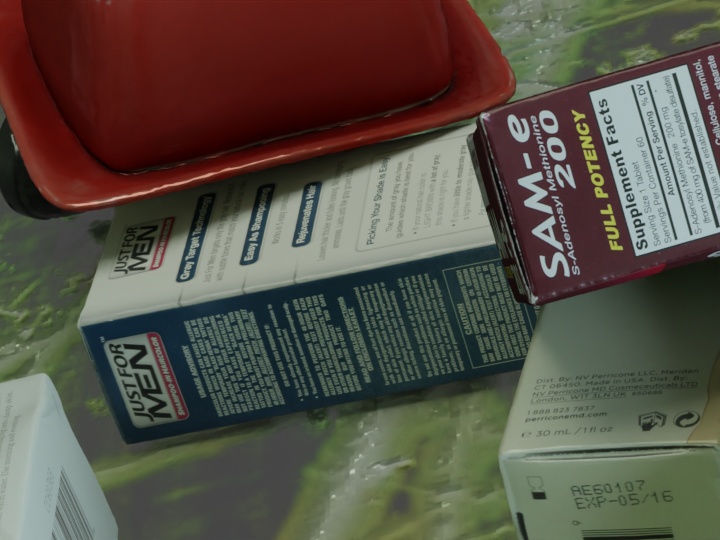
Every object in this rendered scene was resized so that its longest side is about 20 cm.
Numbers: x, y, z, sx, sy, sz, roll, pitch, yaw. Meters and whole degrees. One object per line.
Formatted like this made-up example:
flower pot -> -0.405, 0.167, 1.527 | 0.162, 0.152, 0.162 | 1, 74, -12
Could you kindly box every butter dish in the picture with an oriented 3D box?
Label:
butter dish -> -0.057, -0.137, 1.083 | 0.200, 0.148, 0.200 | -14, 36, -12

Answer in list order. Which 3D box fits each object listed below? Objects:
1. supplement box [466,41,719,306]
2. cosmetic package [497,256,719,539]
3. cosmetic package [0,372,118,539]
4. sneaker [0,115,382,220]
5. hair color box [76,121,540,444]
supplement box -> 0.135, -0.044, 0.800 | 0.200, 0.061, 0.109 | -16, -1, 1
cosmetic package -> 0.106, 0.036, 0.885 | 0.073, 0.104, 0.200 | -4, 35, 20
cosmetic package -> -0.195, 0.117, 0.937 | 0.200, 0.081, 0.113 | -14, 31, 9
sneaker -> -0.056, -0.074, 1.173 | 0.200, 0.075, 0.115 | -33, 36, -25
hair color box -> 0.000, 0.000, 1.036 | 0.200, 0.061, 0.100 | -11, 29, 12
